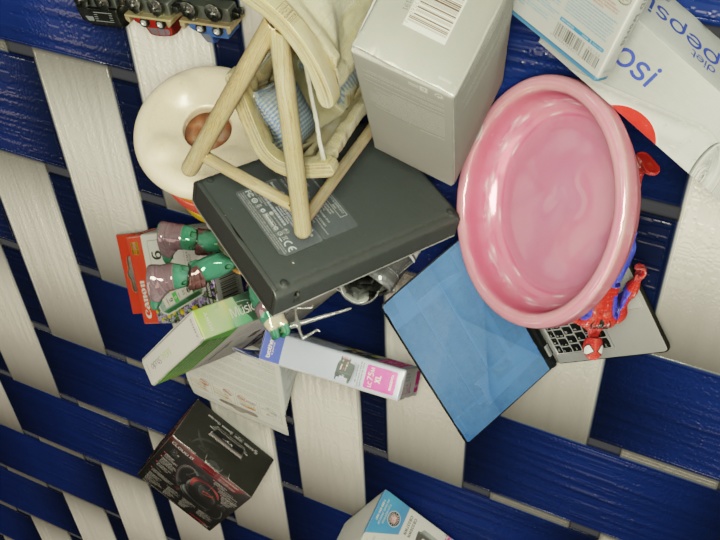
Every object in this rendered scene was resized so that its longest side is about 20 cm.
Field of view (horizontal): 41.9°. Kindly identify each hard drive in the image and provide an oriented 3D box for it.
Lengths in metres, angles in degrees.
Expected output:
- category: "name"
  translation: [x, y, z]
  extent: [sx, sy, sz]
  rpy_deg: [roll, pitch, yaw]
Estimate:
- category: "hard drive"
  translation: [-0.028, -0.054, 0.821]
  extent: [0.140, 0.197, 0.033]
  rpy_deg: [51, 147, 26]

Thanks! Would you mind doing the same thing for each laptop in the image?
- category: "laptop"
  translation: [0.159, 0.053, 0.894]
  extent: [0.197, 0.117, 0.189]
  rpy_deg: [-11, 123, 39]

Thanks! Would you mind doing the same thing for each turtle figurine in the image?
- category: "turtle figurine"
  translation: [-0.104, -0.009, 0.918]
  extent: [0.195, 0.150, 0.103]
  rpy_deg: [1, 116, 3]

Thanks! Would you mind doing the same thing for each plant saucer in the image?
- category: "plant saucer"
  translation: [0.157, -0.055, 0.774]
  extent: [0.050, 0.205, 0.200]
  rpy_deg: [2, 153, -32]

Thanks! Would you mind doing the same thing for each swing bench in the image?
- category: "swing bench"
  translation: [-0.037, -0.177, 0.742]
  extent: [0.128, 0.200, 0.202]
  rpy_deg: [26, 139, 7]

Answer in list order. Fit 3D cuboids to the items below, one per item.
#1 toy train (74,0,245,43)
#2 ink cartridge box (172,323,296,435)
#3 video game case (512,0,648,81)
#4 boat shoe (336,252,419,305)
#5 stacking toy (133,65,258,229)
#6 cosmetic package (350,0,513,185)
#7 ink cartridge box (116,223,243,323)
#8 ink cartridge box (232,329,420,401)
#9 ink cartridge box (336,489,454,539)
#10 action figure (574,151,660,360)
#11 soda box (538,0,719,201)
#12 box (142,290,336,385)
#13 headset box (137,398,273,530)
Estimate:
- category: "toy train"
  translation: [-0.195, -0.248, 0.905]
  extent: [0.196, 0.034, 0.046]
  rpy_deg: [12, 138, 24]
- category: "ink cartridge box"
  translation: [-0.159, 0.129, 1.239]
  extent: [0.157, 0.048, 0.202]
  rpy_deg: [21, 148, 14]
- category: "video game case"
  translation: [0.153, -0.251, 0.621]
  extent: [0.143, 0.018, 0.202]
  rpy_deg: [47, 137, 27]
- category: "boat shoe"
  translation: [0.000, 0.000, 0.936]
  extent: [0.071, 0.069, 0.199]
  rpy_deg: [33, 166, -16]
- category: "stacking toy"
  translation: [-0.146, -0.098, 0.973]
  extent: [0.144, 0.148, 0.201]
  rpy_deg: [24, 157, 10]
- category: "cosmetic package"
  translation: [0.058, -0.153, 0.711]
  extent: [0.089, 0.108, 0.200]
  rpy_deg: [26, 170, 7]
- category: "ink cartridge box"
  translation: [-0.232, 0.005, 1.127]
  extent: [0.196, 0.050, 0.112]
  rpy_deg: [-3, 102, 34]
- category: "ink cartridge box"
  translation: [-0.035, 0.101, 1.062]
  extent: [0.196, 0.043, 0.119]
  rpy_deg: [13, 178, 13]
- category: "ink cartridge box"
  translation: [0.056, 0.442, 1.305]
  extent: [0.198, 0.148, 0.146]
  rpy_deg: [36, 138, -3]
- category: "action figure"
  translation: [0.217, -0.003, 0.828]
  extent: [0.064, 0.052, 0.203]
  rpy_deg: [-2, 126, -2]
- category: "soda box"
  translation: [0.232, -0.142, 0.701]
  extent: [0.199, 0.064, 0.068]
  rpy_deg: [40, 138, -5]
- category: "box"
  translation: [-0.127, 0.056, 1.027]
  extent: [0.144, 0.198, 0.037]
  rpy_deg: [-38, 78, 47]
- category: "headset box"
  translation: [-0.230, 0.291, 1.404]
  extent: [0.148, 0.075, 0.200]
  rpy_deg: [38, 139, -5]
